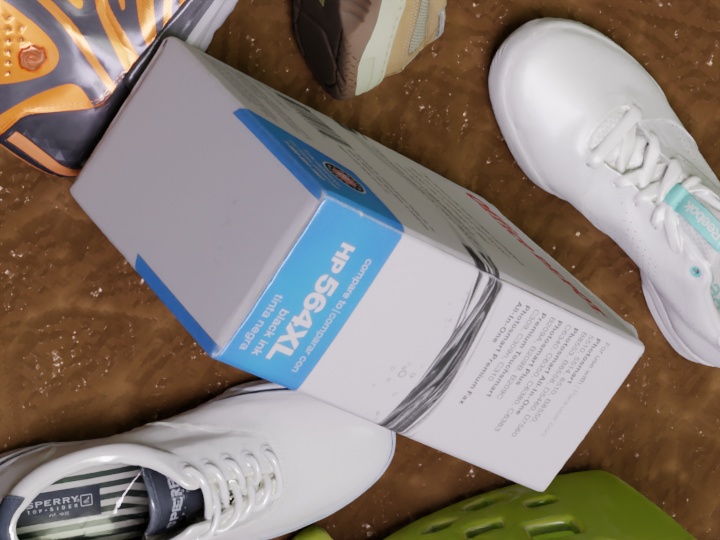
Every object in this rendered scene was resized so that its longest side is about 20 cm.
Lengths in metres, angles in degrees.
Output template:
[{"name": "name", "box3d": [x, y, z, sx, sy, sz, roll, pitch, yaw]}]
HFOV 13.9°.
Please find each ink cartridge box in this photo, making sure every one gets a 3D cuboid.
[{"name": "ink cartridge box", "box3d": [0.000, 0.000, 1.237, 0.200, 0.146, 0.084, 26, 102, -40]}]

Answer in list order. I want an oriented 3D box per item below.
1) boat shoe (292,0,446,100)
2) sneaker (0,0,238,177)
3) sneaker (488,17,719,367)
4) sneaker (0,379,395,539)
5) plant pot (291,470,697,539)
[{"name": "boat shoe", "box3d": [0.019, -0.152, 1.243, 0.076, 0.200, 0.072, -23, 69, -19]}, {"name": "sneaker", "box3d": [-0.106, -0.140, 1.241, 0.112, 0.078, 0.201, 26, 91, -23]}, {"name": "sneaker", "box3d": [0.139, -0.033, 1.346, 0.075, 0.088, 0.200, -43, 111, -6]}, {"name": "sneaker", "box3d": [-0.072, 0.098, 1.304, 0.199, 0.071, 0.073, -14, 105, -17]}, {"name": "plant pot", "box3d": [0.057, 0.211, 1.311, 0.180, 0.199, 0.201, -3, 102, -13]}]
